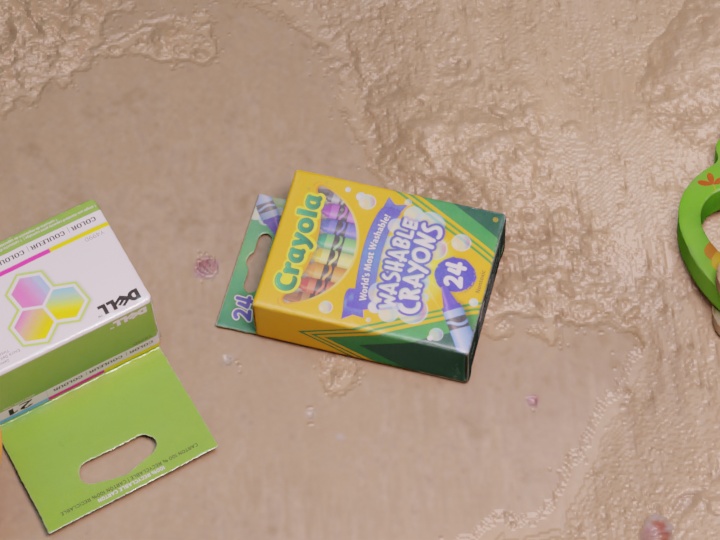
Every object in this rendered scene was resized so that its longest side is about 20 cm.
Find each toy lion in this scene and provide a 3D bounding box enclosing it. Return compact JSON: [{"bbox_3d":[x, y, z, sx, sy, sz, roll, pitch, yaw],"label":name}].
[{"bbox_3d":[0.332,-0.058,1.812,0.199,0.069,0.192,-20,54,-9],"label":"toy lion"}]

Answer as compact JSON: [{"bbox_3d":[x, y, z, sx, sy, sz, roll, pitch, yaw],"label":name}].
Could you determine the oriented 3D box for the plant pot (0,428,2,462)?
[{"bbox_3d":[-0.366,0.081,1.672,0.199,0.201,0.183,-16,36,-8],"label":"plant pot"}]

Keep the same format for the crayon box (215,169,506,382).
[{"bbox_3d":[0.000,0.000,1.787,0.199,0.052,0.126,12,61,9],"label":"crayon box"}]

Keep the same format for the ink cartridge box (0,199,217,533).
[{"bbox_3d":[-0.213,0.068,1.738,0.147,0.076,0.200,-26,61,-13],"label":"ink cartridge box"}]
